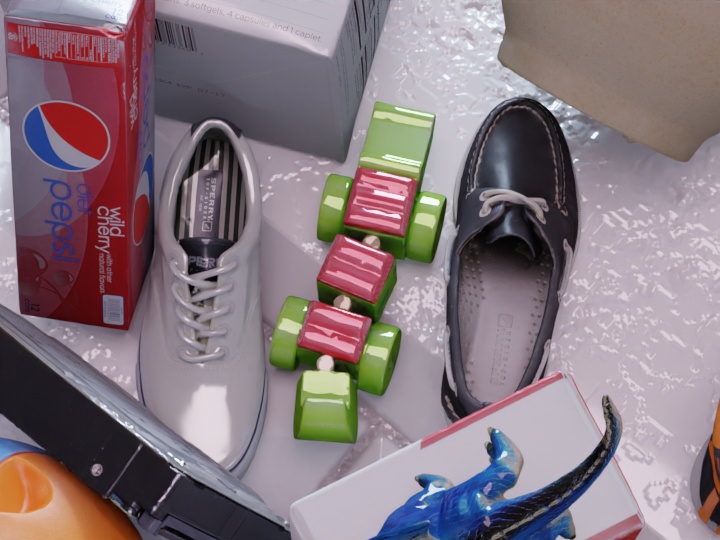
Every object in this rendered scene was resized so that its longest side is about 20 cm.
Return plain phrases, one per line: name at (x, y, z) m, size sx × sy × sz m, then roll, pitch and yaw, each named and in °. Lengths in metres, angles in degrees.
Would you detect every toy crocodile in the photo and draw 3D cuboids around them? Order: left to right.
toy crocodile at (0.000, 0.000, 1.249) m, size 0.067 × 0.062 × 0.201 m, roll 16°, pitch 70°, yaw 7°

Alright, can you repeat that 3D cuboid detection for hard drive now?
hard drive at (-0.134, 0.075, 1.156) m, size 0.199 × 0.140 × 0.038 m, roll 36°, pitch 88°, yaw 30°

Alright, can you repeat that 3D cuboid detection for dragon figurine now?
dragon figurine at (0.034, 0.118, 0.955) m, size 0.059 × 0.199 × 0.099 m, roll 54°, pitch 49°, yaw -7°

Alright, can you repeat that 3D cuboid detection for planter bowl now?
planter bowl at (0.153, -0.143, 1.246) m, size 0.199 × 0.200 × 0.135 m, roll 31°, pitch 100°, yaw 11°

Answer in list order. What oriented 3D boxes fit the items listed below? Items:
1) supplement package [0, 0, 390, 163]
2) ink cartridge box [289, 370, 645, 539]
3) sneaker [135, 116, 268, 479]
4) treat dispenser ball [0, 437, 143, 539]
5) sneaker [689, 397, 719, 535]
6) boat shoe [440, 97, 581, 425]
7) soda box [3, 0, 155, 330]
supplement package at (-0.073, -0.197, 1.277) m, size 0.190 × 0.147 × 0.202 m, roll 14°, pitch 71°, yaw 6°
ink cartridge box at (0.047, 0.138, 1.126) m, size 0.143 × 0.200 × 0.084 m, roll -26°, pitch 75°, yaw -8°
sneaker at (-0.086, 0.015, 1.239) m, size 0.072 × 0.071 × 0.202 m, roll -3°, pitch 72°, yaw 0°
treat dispenser ball at (-0.190, 0.179, 1.111) m, size 0.199 × 0.201 × 0.203 m, roll 0°, pitch 70°, yaw 1°
sneaker at (0.233, 0.040, 1.204) m, size 0.077 × 0.112 × 0.201 m, roll 20°, pitch 71°, yaw 8°
boat shoe at (0.078, -0.007, 1.251) m, size 0.073 × 0.060 × 0.202 m, roll 10°, pitch 70°, yaw 6°
soda box at (-0.141, -0.067, 1.200) m, size 0.063 × 0.201 × 0.070 m, roll 9°, pitch 43°, yaw 4°
